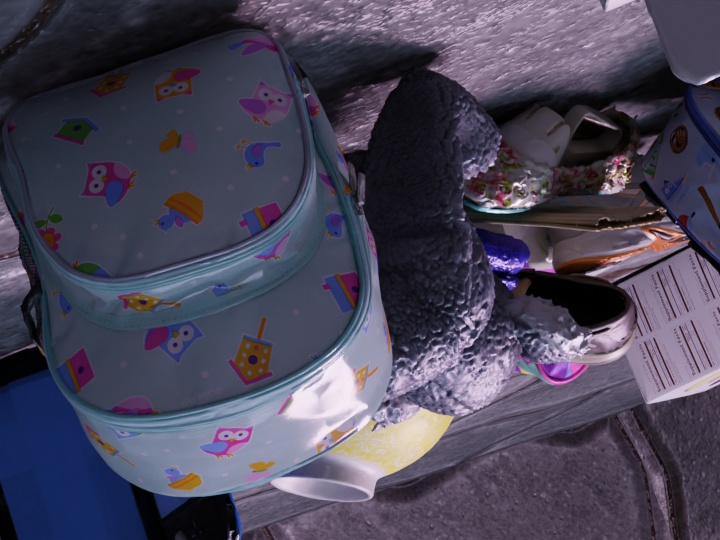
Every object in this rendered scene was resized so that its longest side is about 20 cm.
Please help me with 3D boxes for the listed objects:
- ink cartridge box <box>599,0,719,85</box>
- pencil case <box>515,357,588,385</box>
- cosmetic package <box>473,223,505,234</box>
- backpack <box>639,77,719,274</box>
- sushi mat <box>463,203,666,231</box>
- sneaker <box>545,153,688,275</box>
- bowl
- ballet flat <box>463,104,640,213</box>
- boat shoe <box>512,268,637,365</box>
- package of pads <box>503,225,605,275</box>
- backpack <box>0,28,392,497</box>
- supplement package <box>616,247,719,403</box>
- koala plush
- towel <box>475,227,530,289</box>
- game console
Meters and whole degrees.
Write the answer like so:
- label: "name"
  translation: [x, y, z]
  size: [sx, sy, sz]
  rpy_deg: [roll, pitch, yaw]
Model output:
- label: "ink cartridge box"
  translation: [0.095, -0.150, 0.469]
  size: [0.114, 0.202, 0.068]
  rpy_deg: [-21, 169, 2]
- label: "pencil case"
  translation: [0.134, 0.060, 1.658]
  size: [0.088, 0.090, 0.199]
  rpy_deg: [-14, -173, -29]
- label: "cosmetic package"
  translation: [0.009, -0.005, 1.358]
  size: [0.198, 0.051, 0.083]
  rpy_deg: [-15, 168, -27]
- label: "backpack"
  translation: [0.301, -0.070, 1.253]
  size: [0.189, 0.200, 0.155]
  rpy_deg: [-18, 141, -40]
- label: "sushi mat"
  translation: [0.107, -0.041, 1.242]
  size: [0.198, 0.012, 0.095]
  rpy_deg: [5, -172, 37]
- label: "sneaker"
  translation: [0.223, -0.062, 1.374]
  size: [0.198, 0.093, 0.076]
  rpy_deg: [-14, 173, -33]
- label: "bowl"
  translation: [-0.022, 0.111, 1.322]
  size: [0.197, 0.109, 0.200]
  rpy_deg: [7, 163, 2]
- label: "ballet flat"
  translation: [0.129, -0.085, 1.213]
  size: [0.199, 0.075, 0.064]
  rpy_deg: [-13, 136, -54]
- label: "boat shoe"
  translation: [0.112, 0.026, 1.328]
  size: [0.197, 0.075, 0.074]
  rpy_deg: [-2, 153, -1]
- label: "package of pads"
  translation: [0.155, -0.023, 1.485]
  size: [0.153, 0.069, 0.200]
  rpy_deg: [-14, 171, -31]
- label: "backpack"
  translation: [-0.077, -0.003, 0.842]
  size: [0.174, 0.202, 0.154]
  rpy_deg: [-18, 152, -6]
- label: "supplement package"
  translation: [0.433, 0.048, 2.118]
  size: [0.199, 0.149, 0.190]
  rpy_deg: [-30, 166, 33]
- label: "koala plush"
  translation: [0.033, 0.024, 1.054]
  size: [0.176, 0.185, 0.200]
  rpy_deg: [-22, 143, 19]
- label: "towel"
  translation: [0.000, 0.000, 1.208]
  size: [0.198, 0.050, 0.147]
  rpy_deg: [14, 153, -37]
- label: "game console"
  translation: [-0.189, 0.131, 1.251]
  size: [0.117, 0.202, 0.171]
  rpy_deg: [-14, 167, -30]
